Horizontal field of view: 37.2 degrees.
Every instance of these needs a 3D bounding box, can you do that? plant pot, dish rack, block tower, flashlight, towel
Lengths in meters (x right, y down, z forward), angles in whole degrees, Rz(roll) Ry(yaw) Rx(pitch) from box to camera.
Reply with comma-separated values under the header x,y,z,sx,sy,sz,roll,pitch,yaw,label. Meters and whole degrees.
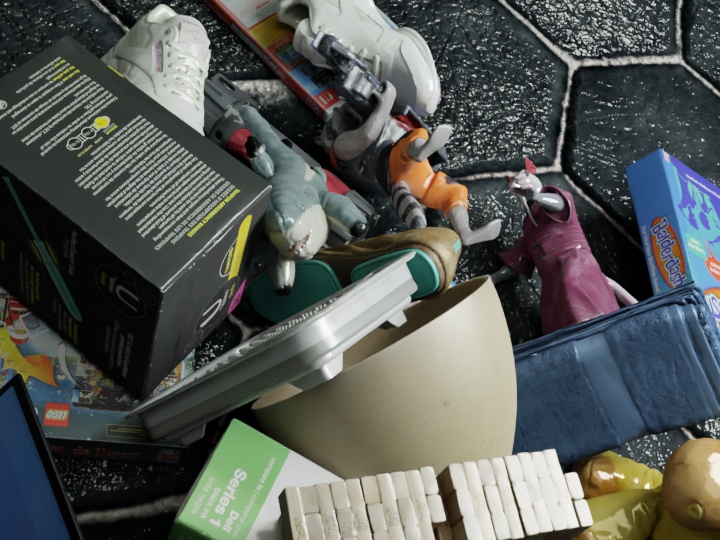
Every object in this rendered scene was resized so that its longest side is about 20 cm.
x,y,z,sx,sy,sz,roll,pitch,yaw,label
0.037,0.111,0.783,0.199,0.200,0.136,-30,93,-29,plant pot
-0.054,0.060,0.755,0.044,0.198,0.171,61,34,-3,dish rack
0.043,0.157,0.671,0.196,0.058,0.055,-3,60,-23,block tower
-0.077,-0.087,0.947,0.199,0.068,0.068,38,31,10,flashlight
0.192,0.091,0.852,0.113,0.197,0.049,61,18,-20,towel

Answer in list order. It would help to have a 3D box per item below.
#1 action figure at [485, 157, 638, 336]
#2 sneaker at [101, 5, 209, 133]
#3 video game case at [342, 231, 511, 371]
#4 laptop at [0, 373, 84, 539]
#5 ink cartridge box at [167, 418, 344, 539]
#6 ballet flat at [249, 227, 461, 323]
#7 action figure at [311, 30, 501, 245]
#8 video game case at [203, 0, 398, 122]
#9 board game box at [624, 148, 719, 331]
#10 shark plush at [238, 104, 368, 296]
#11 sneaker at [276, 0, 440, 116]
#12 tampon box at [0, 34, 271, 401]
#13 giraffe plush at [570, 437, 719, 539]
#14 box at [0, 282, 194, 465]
x,y,z,sx,sy,sz,roll,pitch,yaw,label
0.184,-0.015,0.943,0.146,0.134,0.203,-5,65,-21,action figure
-0.164,-0.159,0.888,0.074,0.100,0.201,32,16,-41,sneaker
0.022,0.073,0.908,0.143,0.018,0.200,41,58,7,video game case
-0.286,0.196,0.688,0.197,0.104,0.179,-18,67,-26,laptop
-0.032,0.208,0.737,0.198,0.147,0.085,29,56,1,ink cartridge box
0.000,0.000,0.862,0.072,0.198,0.069,-39,109,-49,ballet flat
0.015,-0.106,0.928,0.199,0.193,0.105,40,84,-37,action figure
-0.054,-0.253,1.074,0.200,0.018,0.143,45,58,11,video game case
0.322,0.005,0.991,0.151,0.045,0.203,21,52,-39,board game box
-0.059,-0.080,0.851,0.083,0.090,0.202,42,28,-42,shark plush
-0.004,-0.203,1.008,0.099,0.076,0.200,-27,57,-24,sneaker
-0.187,-0.038,0.783,0.199,0.151,0.126,37,53,9,tampon box
0.271,0.192,0.832,0.196,0.163,0.175,-4,61,-19,giraffe plush
-0.226,0.071,0.819,0.196,0.038,0.139,7,59,-14,box
